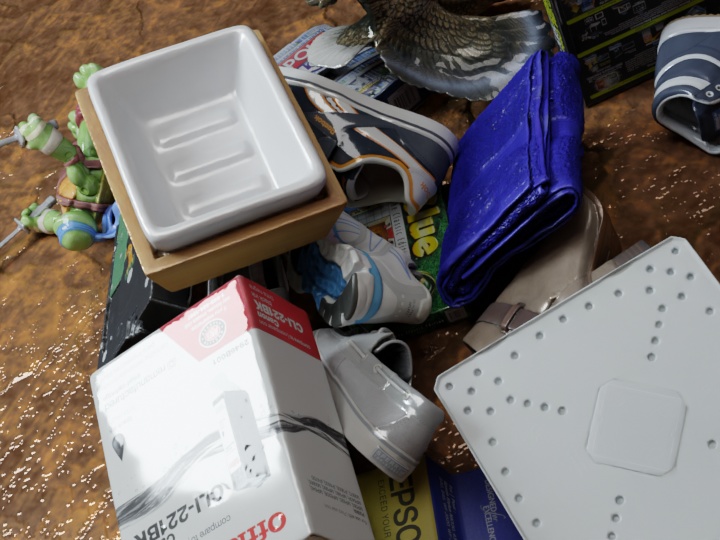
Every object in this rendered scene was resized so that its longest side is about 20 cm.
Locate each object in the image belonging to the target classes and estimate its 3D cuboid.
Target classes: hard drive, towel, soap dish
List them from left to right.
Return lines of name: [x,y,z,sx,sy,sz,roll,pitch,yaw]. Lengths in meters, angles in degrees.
hard drive: [-0.173,-0.016,1.129,0.140,0.038,0.201,-51,31,44]
soap dish: [-0.116,-0.085,1.039,0.157,0.081,0.201,-20,55,-10]
towel: [0.113,-0.080,1.059,0.148,0.049,0.201,-42,22,33]

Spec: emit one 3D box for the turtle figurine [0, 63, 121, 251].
turtle figurine: [-0.302,-0.104,1.289,0.199,0.144,0.195,-7,43,16]

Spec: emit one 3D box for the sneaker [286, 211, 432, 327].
sneaker: [0.000,0.000,1.068,0.200,0.086,0.075,-126,51,-62]

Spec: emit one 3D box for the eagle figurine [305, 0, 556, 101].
eagle figurine: [0.062,-0.231,1.219,0.151,0.199,0.153,-10,61,61]

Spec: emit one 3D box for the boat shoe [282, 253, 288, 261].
boat shoe: [-0.113,-0.044,1.185,0.063,0.073,0.200,-35,43,-3]

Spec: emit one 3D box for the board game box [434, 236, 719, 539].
board game box: [0.180,0.106,0.883,0.199,0.026,0.201,-30,64,-2]

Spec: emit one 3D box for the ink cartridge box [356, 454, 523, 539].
ink cartridge box: [0.019,0.220,0.892,0.199,0.047,0.198,-21,43,12]

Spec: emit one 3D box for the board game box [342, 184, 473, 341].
board game box: [0.027,-0.023,1.131,0.104,0.024,0.201,-18,44,8]

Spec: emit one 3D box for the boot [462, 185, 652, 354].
boot: [0.137,0.013,1.013,0.146,0.070,0.200,-40,36,0]

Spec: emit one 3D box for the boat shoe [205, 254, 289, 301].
boat shoe: [-0.091,0.006,1.046,0.066,0.057,0.201,-9,48,-7]

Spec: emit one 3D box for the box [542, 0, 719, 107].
box: [0.251,-0.244,1.122,0.199,0.161,0.044,-25,45,5]

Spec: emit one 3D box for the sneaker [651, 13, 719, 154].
sneaker: [0.325,-0.151,1.063,0.199,0.070,0.109,0,50,30]

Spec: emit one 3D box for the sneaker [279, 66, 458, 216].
sneaker: [-0.023,-0.108,1.135,0.199,0.079,0.080,20,68,16]

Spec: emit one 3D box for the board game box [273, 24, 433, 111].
board game box: [-0.069,-0.161,1.281,0.200,0.062,0.200,-42,45,-13]

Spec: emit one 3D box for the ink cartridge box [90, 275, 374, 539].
ink cartridge box: [-0.088,0.130,0.901,0.144,0.084,0.201,-33,54,19]

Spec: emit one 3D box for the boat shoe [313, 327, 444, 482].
boat shoe: [0.009,0.077,0.973,0.069,0.072,0.200,-48,18,4]
